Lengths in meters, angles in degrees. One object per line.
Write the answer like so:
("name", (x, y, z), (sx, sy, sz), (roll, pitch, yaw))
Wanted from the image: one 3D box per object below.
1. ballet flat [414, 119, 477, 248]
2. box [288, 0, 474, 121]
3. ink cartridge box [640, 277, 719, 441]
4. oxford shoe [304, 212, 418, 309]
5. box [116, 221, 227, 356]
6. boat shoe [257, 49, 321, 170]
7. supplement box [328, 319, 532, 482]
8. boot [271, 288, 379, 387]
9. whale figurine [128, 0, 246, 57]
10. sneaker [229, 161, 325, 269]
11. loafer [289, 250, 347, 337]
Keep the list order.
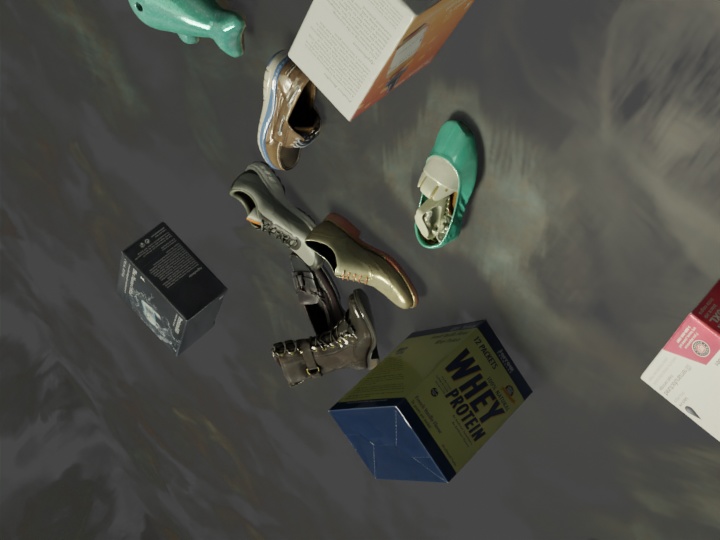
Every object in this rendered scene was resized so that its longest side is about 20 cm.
("ballet flat", (0.103, -0.097, 1.230), (0.067, 0.070, 0.200), (36, 147, 24))
("box", (0.034, -0.280, 1.035), (0.106, 0.152, 0.200), (47, 151, 3))
("ink cartridge box", (0.421, 0.121, 1.028), (0.200, 0.084, 0.145), (40, 150, 18))
("oxford shoe", (0.000, 0.000, 1.476), (0.200, 0.074, 0.071), (39, 149, 19))
("box", (-0.395, 0.041, 2.019), (0.200, 0.117, 0.197), (44, 150, 8))
("boat shoe", (-0.097, -0.209, 1.375), (0.072, 0.072, 0.200), (35, 147, 23))
("supplement box", (0.100, 0.192, 1.428), (0.135, 0.200, 0.200), (56, 150, -10))
("boot", (-0.060, 0.119, 1.593), (0.201, 0.173, 0.069), (82, 179, -45))
("whale figurine", (-0.247, -0.371, 1.364), (0.200, 0.104, 0.159), (42, 149, 14))
("sneaker", (-0.133, -0.077, 1.567), (0.200, 0.079, 0.074), (49, 149, -1))
("loafer", (-0.071, 0.055, 1.646), (0.072, 0.063, 0.201), (4, 127, 53))
